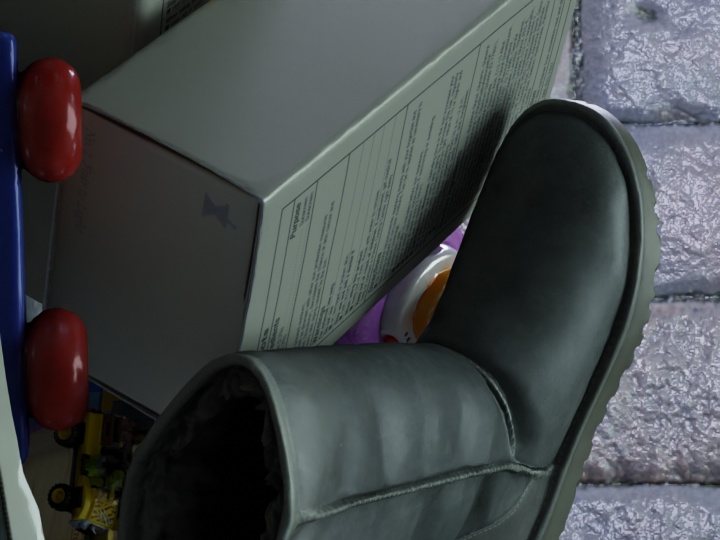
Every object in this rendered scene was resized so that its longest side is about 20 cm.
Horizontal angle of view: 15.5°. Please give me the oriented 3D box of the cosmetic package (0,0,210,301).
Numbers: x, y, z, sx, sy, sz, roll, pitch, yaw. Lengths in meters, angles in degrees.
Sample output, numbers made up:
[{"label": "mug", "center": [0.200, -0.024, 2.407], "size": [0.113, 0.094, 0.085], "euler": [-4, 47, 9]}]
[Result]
[{"label": "cosmetic package", "center": [-0.074, -0.089, 0.867], "size": [0.104, 0.073, 0.200], "euler": [-44, 153, -43]}]

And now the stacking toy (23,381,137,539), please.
[{"label": "stacking toy", "center": [-0.101, 0.070, 1.056], "size": [0.200, 0.085, 0.086], "euler": [-93, -178, -74]}]

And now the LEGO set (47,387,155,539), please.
[{"label": "LEGO set", "center": [-0.010, 0.098, 0.926], "size": [0.200, 0.115, 0.154], "euler": [45, 47, -53]}]

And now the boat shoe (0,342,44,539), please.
[{"label": "boat shoe", "center": [-0.132, 0.026, 0.669], "size": [0.067, 0.072, 0.201], "euler": [-22, 106, -39]}]

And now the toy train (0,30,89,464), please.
[{"label": "toy train", "center": [-0.122, -0.051, 0.759], "size": [0.116, 0.084, 0.201], "euler": [-117, -154, -78]}]

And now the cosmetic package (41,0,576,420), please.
[{"label": "cosmetic package", "center": [-0.011, -0.044, 0.845], "size": [0.200, 0.073, 0.104], "euler": [-40, 152, -46]}]

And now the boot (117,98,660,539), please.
[{"label": "boot", "center": [0.010, 0.030, 0.803], "size": [0.200, 0.072, 0.183], "euler": [5, 95, -55]}]

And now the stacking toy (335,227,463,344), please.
[{"label": "stacking toy", "center": [0.000, 0.000, 0.993], "size": [0.110, 0.200, 0.116], "euler": [-49, 145, -25]}]
